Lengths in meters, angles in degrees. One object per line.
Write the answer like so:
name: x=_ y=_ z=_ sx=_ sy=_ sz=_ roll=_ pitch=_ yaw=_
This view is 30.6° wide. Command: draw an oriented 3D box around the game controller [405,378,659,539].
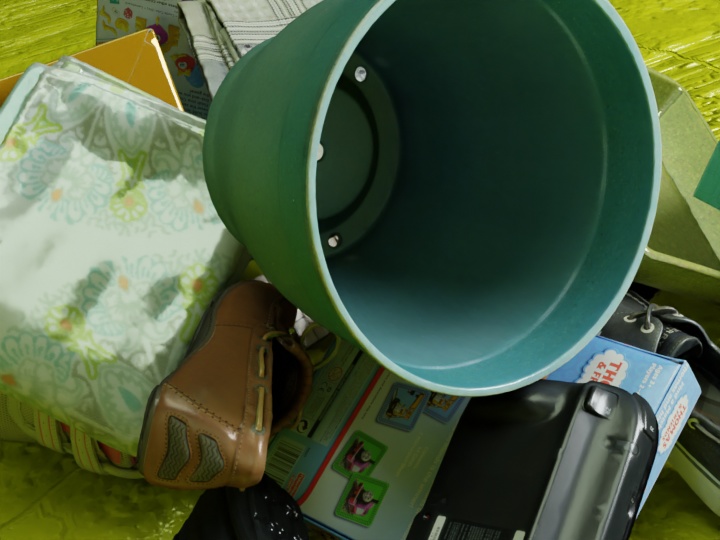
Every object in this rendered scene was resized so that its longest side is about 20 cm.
game controller: x=0.063 y=0.135 z=0.589 sx=0.104 sy=0.042 sz=0.201 roll=-4 pitch=51 yaw=45

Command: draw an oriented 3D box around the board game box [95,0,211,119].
board game box: x=-0.148 y=-0.165 z=1.065 sx=0.104 sy=0.202 sz=0.103 roll=16 pitch=34 yaw=8

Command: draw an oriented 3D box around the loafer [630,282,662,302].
loafer: x=0.109 y=0.001 z=0.846 sx=0.198 sy=0.077 sz=0.067 roll=-14 pitch=24 yaw=-10

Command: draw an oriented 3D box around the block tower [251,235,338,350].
block tower: x=0.000 y=0.000 z=0.882 sx=0.199 sy=0.058 sz=0.054 roll=-29 pitch=-5 yaw=-33

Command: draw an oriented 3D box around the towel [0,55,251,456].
towel: x=-0.154 y=-0.017 z=0.753 sx=0.170 sy=0.048 sz=0.201 roll=24 pitch=65 yaw=6

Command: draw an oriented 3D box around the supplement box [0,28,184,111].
supplement box: x=-0.225 y=-0.057 z=0.910 sx=0.196 sy=0.134 sz=0.200 roll=-23 pitch=7 yaw=-18

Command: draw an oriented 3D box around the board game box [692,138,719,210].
board game box: x=0.314 y=-0.028 z=0.770 sx=0.199 sy=0.045 sz=0.152 roll=32 pitch=30 yaw=23

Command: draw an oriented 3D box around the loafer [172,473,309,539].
loafer: x=-0.055 y=0.175 z=0.608 sx=0.070 sy=0.068 sz=0.201 roll=-41 pitch=29 yaw=15

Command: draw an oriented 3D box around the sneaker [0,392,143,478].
sneaker: x=-0.154 y=0.076 z=0.784 sx=0.198 sy=0.082 sz=0.088 roll=-6 pitch=27 yaw=8

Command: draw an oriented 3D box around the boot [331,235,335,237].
boot: x=0.033 y=-0.064 z=1.004 sx=0.198 sy=0.074 sz=0.155 roll=-9 pitch=35 yaw=1

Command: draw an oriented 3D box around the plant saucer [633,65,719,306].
plant saucer: x=0.174 y=-0.057 z=0.824 sx=0.199 sy=0.048 sz=0.201 roll=14 pitch=44 yaw=-43

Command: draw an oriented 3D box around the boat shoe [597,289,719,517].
boat shoe: x=0.163 y=0.050 z=0.700 sx=0.068 sy=0.057 sz=0.200 roll=-21 pitch=50 yaw=-31

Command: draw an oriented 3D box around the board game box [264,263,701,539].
board game box: x=0.052 y=0.089 z=0.682 sx=0.199 sy=0.037 sz=0.152 roll=18 pitch=68 yaw=40

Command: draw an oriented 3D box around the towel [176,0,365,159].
towel: x=-0.015 y=-0.139 z=0.929 sx=0.198 sy=0.035 sz=0.194 roll=-12 pitch=56 yaw=-20

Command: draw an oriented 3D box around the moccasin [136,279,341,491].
moccasin: x=-0.055 y=0.056 z=0.686 sx=0.077 sy=0.074 sz=0.201 roll=14 pitch=12 yaw=2

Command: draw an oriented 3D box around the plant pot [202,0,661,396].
plant pot: x=0.017 y=-0.056 z=0.672 sx=0.199 sy=0.202 sz=0.187 roll=-24 pitch=20 yaw=-25
